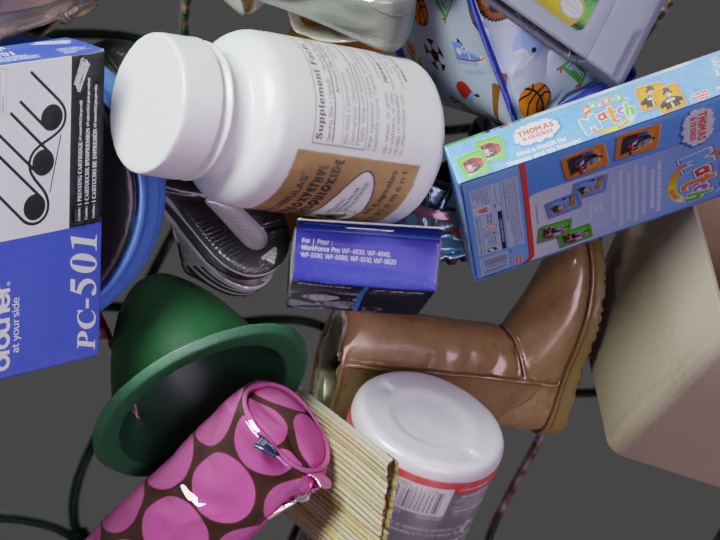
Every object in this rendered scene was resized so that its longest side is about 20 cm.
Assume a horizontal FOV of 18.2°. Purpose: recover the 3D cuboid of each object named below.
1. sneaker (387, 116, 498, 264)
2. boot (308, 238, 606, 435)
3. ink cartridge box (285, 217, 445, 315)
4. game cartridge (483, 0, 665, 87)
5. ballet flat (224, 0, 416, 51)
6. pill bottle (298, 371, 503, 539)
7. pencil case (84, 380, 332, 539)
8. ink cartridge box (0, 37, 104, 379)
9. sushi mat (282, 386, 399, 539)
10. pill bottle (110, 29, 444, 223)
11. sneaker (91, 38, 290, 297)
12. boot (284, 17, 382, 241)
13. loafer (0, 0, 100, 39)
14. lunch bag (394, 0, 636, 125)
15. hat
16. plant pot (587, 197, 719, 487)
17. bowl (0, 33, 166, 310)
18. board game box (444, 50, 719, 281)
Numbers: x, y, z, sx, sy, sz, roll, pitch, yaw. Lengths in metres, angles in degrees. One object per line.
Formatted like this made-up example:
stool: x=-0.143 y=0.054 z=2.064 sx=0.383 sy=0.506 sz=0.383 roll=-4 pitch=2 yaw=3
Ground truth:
sneaker: x=0.113 y=-0.068 z=1.640 sx=0.199 sy=0.079 sz=0.096 roll=-15 pitch=107 yaw=-19
boot: x=0.074 y=0.043 z=1.663 sx=0.199 sy=0.066 sz=0.176 roll=6 pitch=102 yaw=-23
ink cartridge box: x=0.000 y=0.000 z=1.524 sx=0.099 sy=0.200 sz=0.039 roll=4 pitch=81 yaw=-2
game cartridge: x=0.124 y=-0.222 z=1.442 sx=0.200 sy=0.040 sz=0.134 roll=30 pitch=80 yaw=-29
ballet flat: x=-0.057 y=-0.191 z=1.500 sx=0.067 sy=0.199 sz=0.064 roll=-51 pitch=154 yaw=-45
pill bottle: x=0.020 y=0.183 z=1.628 sx=0.113 sy=0.114 sz=0.200 roll=6 pitch=124 yaw=-24
pencil case: x=-0.110 y=0.170 z=1.571 sx=0.200 sy=0.091 sz=0.094 roll=-44 pitch=79 yaw=24
ink cartridge box: x=-0.208 y=-0.038 z=1.392 sx=0.094 sy=0.044 sz=0.201 roll=-13 pitch=114 yaw=-43
sushi mat: x=-0.024 y=0.147 z=1.576 sx=0.012 sy=0.200 sz=0.096 roll=6 pitch=101 yaw=-25
pill bottle: x=-0.054 y=-0.095 z=1.449 sx=0.199 sy=0.114 sz=0.115 roll=6 pitch=103 yaw=-37
sneaker: x=-0.133 y=-0.059 z=1.544 sx=0.076 sy=0.115 sz=0.201 roll=-35 pitch=81 yaw=-22
boot: x=-0.047 y=-0.129 z=1.563 sx=0.144 sy=0.071 sz=0.202 roll=-32 pitch=110 yaw=-5
loafer: x=-0.220 y=-0.175 z=1.430 sx=0.072 sy=0.200 sz=0.063 roll=15 pitch=104 yaw=20
lunch bag: x=0.075 y=-0.207 z=1.535 sx=0.124 sy=0.170 sz=0.201 roll=-30 pitch=115 yaw=-17
hat: x=-0.149 y=0.023 z=1.590 sx=0.165 sy=0.176 sz=0.200 roll=-25 pitch=153 yaw=-12
plant pot: x=0.275 y=0.051 z=1.668 sx=0.199 sy=0.200 sz=0.177 roll=19 pitch=131 yaw=-27
bowl: x=-0.229 y=-0.054 z=1.471 sx=0.200 sy=0.039 sz=0.201 roll=2 pitch=101 yaw=9
board game box: x=0.161 y=-0.069 z=1.521 sx=0.199 sy=0.037 sz=0.151 roll=-18 pitch=154 yaw=-1
